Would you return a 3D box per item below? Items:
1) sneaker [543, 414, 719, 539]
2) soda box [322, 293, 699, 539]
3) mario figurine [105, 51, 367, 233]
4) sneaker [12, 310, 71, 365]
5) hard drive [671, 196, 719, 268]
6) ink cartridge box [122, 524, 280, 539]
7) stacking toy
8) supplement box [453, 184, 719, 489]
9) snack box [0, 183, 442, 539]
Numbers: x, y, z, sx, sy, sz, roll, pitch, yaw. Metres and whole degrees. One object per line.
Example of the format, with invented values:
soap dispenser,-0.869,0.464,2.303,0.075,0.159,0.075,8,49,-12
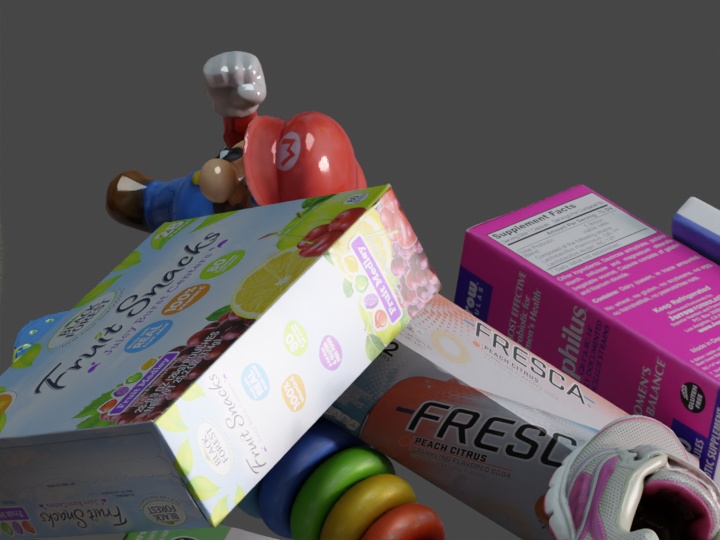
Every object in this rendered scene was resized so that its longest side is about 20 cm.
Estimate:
sneaker,0.139,0.123,1.353,0.081,0.088,0.200,36,27,-10
soda box,0.076,0.084,1.468,0.200,0.064,0.068,32,29,-11
mario figurine,-0.084,-0.040,1.578,0.200,0.124,0.106,-24,16,51
sneaker,-0.161,0.074,1.511,0.105,0.076,0.200,10,25,40
hard drive,0.267,0.045,1.601,0.200,0.132,0.025,30,68,32
ink cartridge box,-0.031,0.198,1.302,0.200,0.088,0.145,16,30,8
stacking toy,-0.007,0.122,1.456,0.085,0.085,0.200,-19,47,-38
supplement box,0.153,0.048,1.586,0.103,0.101,0.200,-20,40,-38
snack box,-0.084,0.046,1.392,0.168,0.068,0.200,-8,27,45
